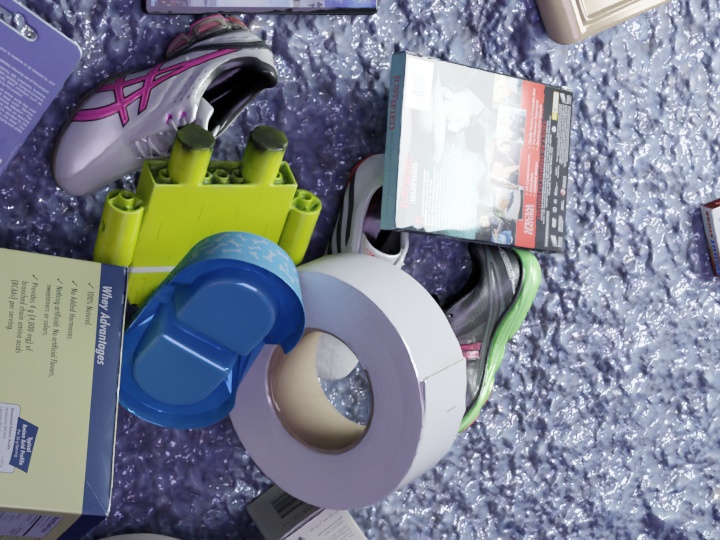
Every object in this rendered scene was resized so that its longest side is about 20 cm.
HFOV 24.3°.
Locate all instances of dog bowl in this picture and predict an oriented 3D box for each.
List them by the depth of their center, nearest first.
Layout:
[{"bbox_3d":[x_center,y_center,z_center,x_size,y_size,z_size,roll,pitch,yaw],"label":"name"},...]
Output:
[{"bbox_3d":[-0.122,0.045,1.323,0.111,0.050,0.200,31,126,-19],"label":"dog bowl"}]

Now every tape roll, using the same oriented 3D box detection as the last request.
[{"bbox_3d":[-0.015,0.090,1.361,0.071,0.202,0.204,-20,113,-54],"label":"tape roll"}]

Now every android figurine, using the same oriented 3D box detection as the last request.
[{"bbox_3d":[-0.125,-0.029,1.339,0.181,0.041,0.201,0,132,-27],"label":"android figurine"}]

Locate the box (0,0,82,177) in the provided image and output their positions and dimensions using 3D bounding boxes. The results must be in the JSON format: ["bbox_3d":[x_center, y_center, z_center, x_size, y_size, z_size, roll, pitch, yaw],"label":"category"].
[{"bbox_3d":[-0.319,-0.124,1.302,0.121,0.032,0.200,35,91,-22],"label":"box"}]

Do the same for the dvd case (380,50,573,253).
[{"bbox_3d":[0.101,-0.095,1.399,0.199,0.022,0.147,6,86,-41],"label":"dvd case"}]

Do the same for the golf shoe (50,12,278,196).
[{"bbox_3d":[-0.156,-0.123,1.318,0.200,0.092,0.073,-38,133,-5],"label":"golf shoe"}]

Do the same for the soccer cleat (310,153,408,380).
[{"bbox_3d":[0.000,0.000,1.406,0.068,0.085,0.201,15,97,-21],"label":"soccer cleat"}]

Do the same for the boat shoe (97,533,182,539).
[{"bbox_3d":[-0.156,0.265,1.384,0.199,0.068,0.072,5,129,14],"label":"boat shoe"}]

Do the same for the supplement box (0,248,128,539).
[{"bbox_3d":[-0.293,0.094,1.263,0.199,0.134,0.201,9,68,-20],"label":"supplement box"}]

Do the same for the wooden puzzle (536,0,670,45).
[{"bbox_3d":[0.226,-0.314,1.439,0.199,0.037,0.186,-23,109,-7],"label":"wooden puzzle"}]

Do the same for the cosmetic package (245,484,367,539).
[{"bbox_3d":[-0.009,0.275,1.456,0.073,0.104,0.200,-35,109,-7],"label":"cosmetic package"}]

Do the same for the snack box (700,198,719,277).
[{"bbox_3d":[0.415,-0.058,1.561,0.199,0.024,0.072,-20,108,-13],"label":"snack box"}]

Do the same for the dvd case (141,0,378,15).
[{"bbox_3d":[-0.079,-0.279,1.353,0.199,0.018,0.143,-3,104,-18],"label":"dvd case"}]

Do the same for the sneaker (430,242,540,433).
[{"bbox_3d":[0.084,0.064,1.463,0.083,0.077,0.201,25,88,-9],"label":"sneaker"}]
